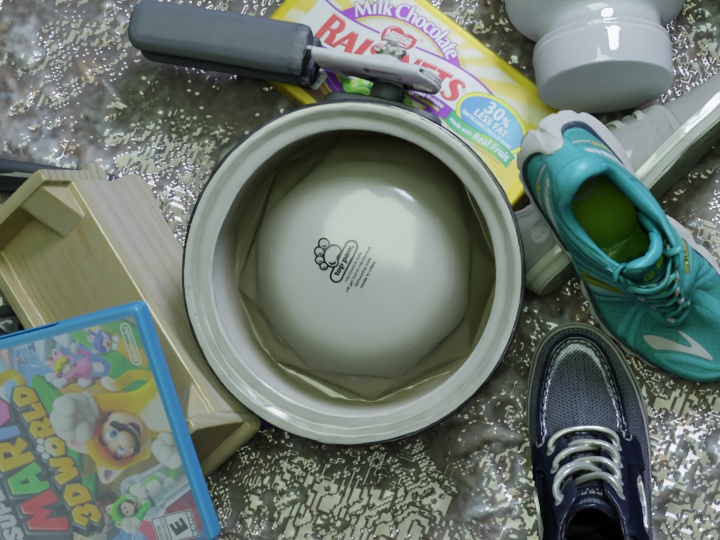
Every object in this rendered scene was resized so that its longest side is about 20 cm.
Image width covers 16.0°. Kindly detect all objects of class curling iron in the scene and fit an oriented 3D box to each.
[{"bbox_3d":[-0.252,-0.052,1.603,0.200,0.026,0.050,-2,94,1],"label":"curling iron"}]

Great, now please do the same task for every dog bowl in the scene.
[{"bbox_3d":[0.000,0.000,1.505,0.200,0.074,0.200,0,93,8],"label":"dog bowl"}]

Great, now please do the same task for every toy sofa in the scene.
[{"bbox_3d":[-0.142,0.037,1.537,0.083,0.098,0.200,-42,70,27],"label":"toy sofa"}]

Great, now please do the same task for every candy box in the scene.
[{"bbox_3d":[0.032,-0.111,1.584,0.200,0.026,0.102,39,80,16],"label":"candy box"}]

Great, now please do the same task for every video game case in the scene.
[{"bbox_3d":[-0.193,0.108,1.472,0.200,0.018,0.143,-14,101,17],"label":"video game case"}]

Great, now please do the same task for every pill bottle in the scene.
[{"bbox_3d":[0.139,-0.203,1.552,0.111,0.111,0.200,-6,72,5],"label":"pill bottle"}]

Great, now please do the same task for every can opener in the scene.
[{"bbox_3d":[-0.046,-0.122,1.558,0.200,0.053,0.067,15,81,13],"label":"can opener"}]

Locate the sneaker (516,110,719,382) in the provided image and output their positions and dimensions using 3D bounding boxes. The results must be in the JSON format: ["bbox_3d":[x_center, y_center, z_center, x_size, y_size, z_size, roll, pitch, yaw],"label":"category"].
[{"bbox_3d":[0.158,-0.002,1.469,0.077,0.080,0.200,-40,116,4],"label":"sneaker"}]

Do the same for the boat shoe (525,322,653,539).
[{"bbox_3d":[0.134,0.117,1.468,0.075,0.093,0.200,-10,73,4],"label":"boat shoe"}]

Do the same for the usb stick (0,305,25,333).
[{"bbox_3d":[-0.210,0.119,1.540,0.055,0.033,0.200,-11,72,4],"label":"usb stick"}]

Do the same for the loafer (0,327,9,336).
[{"bbox_3d":[-0.283,0.054,1.540,0.200,0.068,0.070,13,108,27],"label":"loafer"}]

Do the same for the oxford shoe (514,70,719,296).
[{"bbox_3d":[0.162,-0.068,1.532,0.200,0.075,0.058,-41,76,-1],"label":"oxford shoe"}]
